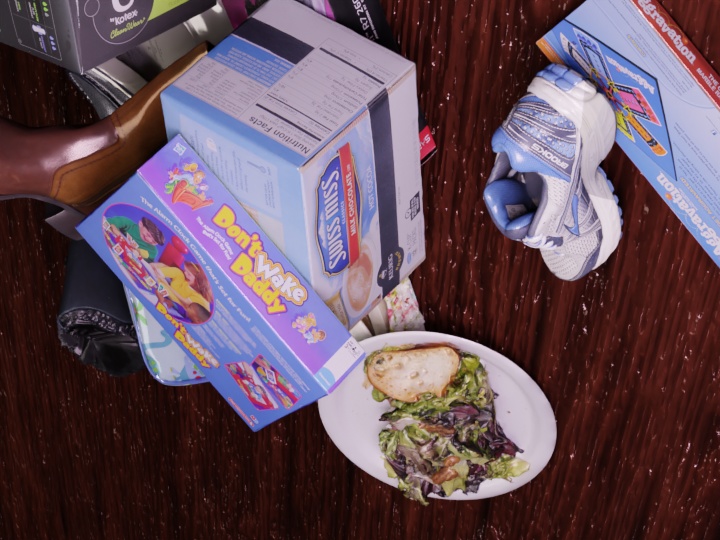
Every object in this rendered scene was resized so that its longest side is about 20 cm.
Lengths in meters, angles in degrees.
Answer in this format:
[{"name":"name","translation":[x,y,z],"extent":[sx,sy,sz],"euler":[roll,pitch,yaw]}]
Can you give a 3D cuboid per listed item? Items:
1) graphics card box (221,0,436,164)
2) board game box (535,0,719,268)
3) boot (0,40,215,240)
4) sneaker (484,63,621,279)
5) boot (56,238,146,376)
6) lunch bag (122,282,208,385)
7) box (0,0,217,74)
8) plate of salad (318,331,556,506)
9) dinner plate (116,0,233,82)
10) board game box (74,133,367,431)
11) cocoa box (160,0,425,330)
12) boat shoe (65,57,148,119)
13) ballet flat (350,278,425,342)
[{"name":"graphics card box","translation":[-0.031,-0.165,1.447],"extent":[0.125,0.051,0.201],"euler":[12,133,46]},{"name":"board game box","translation":[0.203,-0.092,1.252],"extent":[0.200,0.019,0.103],"euler":[50,150,-2]},{"name":"boot","translation":[-0.185,-0.107,1.447],"extent":[0.199,0.069,0.188],"euler":[-28,137,23]},{"name":"sneaker","translation":[0.119,-0.051,1.312],"extent":[0.077,0.085,0.201],"euler":[39,160,30]},{"name":"boot","translation":[-0.204,0.020,1.716],"extent":[0.076,0.170,0.200],"euler":[-15,148,17]},{"name":"lunch bag","translation":[-0.114,-0.014,1.595],"extent":[0.083,0.159,0.202],"euler":[-81,-22,-76]},{"name":"box","translation":[-0.232,-0.255,1.498],"extent":[0.199,0.148,0.125],"euler":[23,133,36]},{"name":"plate of salad","translation":[0.060,0.127,1.596],"extent":[0.198,0.048,0.201],"euler":[8,135,8]},{"name":"dinner plate","translation":[-0.162,-0.188,1.623],"extent":[0.199,0.024,0.201],"euler":[34,147,26]},{"name":"board game box","translation":[-0.100,0.013,1.384],"extent":[0.200,0.045,0.134],"euler":[50,150,-6]},{"name":"cocoa box","translation":[-0.045,-0.064,1.400],"extent":[0.133,0.131,0.201],"euler":[29,145,27]},{"name":"boat shoe","translation":[-0.189,-0.097,1.649],"extent":[0.200,0.093,0.075],"euler":[41,166,-8]},{"name":"ballet flat","translation":[0.000,0.000,1.581],"extent":[0.075,0.064,0.201],"euler":[3,127,44]}]
